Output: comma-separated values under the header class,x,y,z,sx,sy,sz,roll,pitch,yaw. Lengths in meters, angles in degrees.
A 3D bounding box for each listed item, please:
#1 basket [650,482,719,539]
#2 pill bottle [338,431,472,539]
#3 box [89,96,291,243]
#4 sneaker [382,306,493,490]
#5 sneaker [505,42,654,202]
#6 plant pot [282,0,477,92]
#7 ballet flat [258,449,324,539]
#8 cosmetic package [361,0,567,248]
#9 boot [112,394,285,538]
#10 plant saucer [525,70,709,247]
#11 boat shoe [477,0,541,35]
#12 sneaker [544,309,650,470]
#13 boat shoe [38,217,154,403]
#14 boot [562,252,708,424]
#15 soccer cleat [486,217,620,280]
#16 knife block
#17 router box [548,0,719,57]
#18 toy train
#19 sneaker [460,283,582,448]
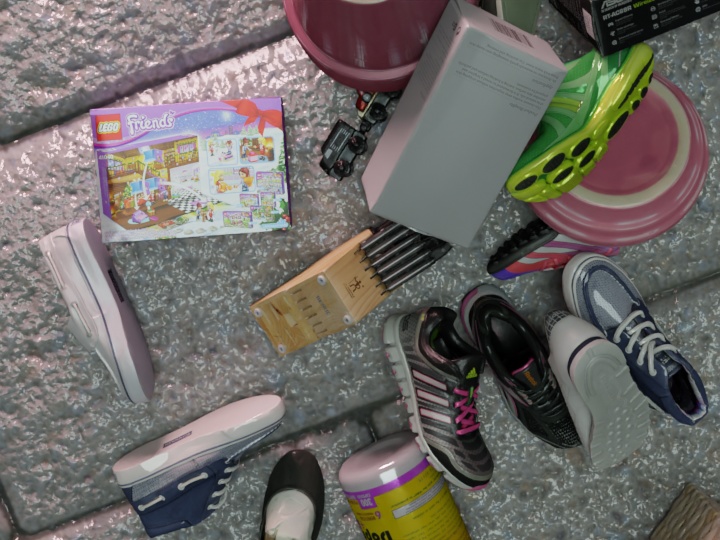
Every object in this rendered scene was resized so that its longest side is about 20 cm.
class,x,y,z,sx,sy,sz,roll,pitch,yaw
basket,0.372,0.362,1.188,0.160,0.198,0.201,34,95,-2
pill bottle,0.060,0.280,1.209,0.103,0.104,0.202,-24,97,1
box,-0.173,-0.105,1.184,0.197,0.039,0.139,-4,98,-2
sneaker,0.095,0.124,1.173,0.087,0.073,0.202,-32,74,37
sneaker,0.202,-0.147,1.109,0.083,0.074,0.200,34,76,33
plant pot,0.013,-0.286,1.079,0.197,0.179,0.203,0,86,6
ballet flat,-0.080,0.295,1.224,0.067,0.068,0.203,12,96,-3
cosmetic package,0.092,-0.134,1.070,0.112,0.081,0.201,21,117,-19
boot,-0.157,0.208,1.216,0.198,0.073,0.091,-23,105,9
plant saucer,0.253,-0.126,1.153,0.198,0.051,0.203,-1,72,4
boat shoe,0.143,-0.247,1.161,0.071,0.060,0.204,8,78,-43
sneaker,0.237,0.121,1.163,0.076,0.081,0.201,-32,131,-12
boat shoe,-0.274,0.049,1.191,0.065,0.074,0.202,-21,88,6
boot,0.285,0.068,1.165,0.073,0.090,0.200,-42,114,-8
soccer cleat,0.228,-0.032,1.197,0.199,0.068,0.074,-30,101,-1
knife block,0.000,0.000,1.202,0.199,0.175,0.064,-26,99,47
router box,0.293,-0.296,1.118,0.198,0.150,0.063,-22,122,0
toy train,0.017,-0.186,1.186,0.046,0.034,0.201,33,95,5
sneaker,0.173,0.111,1.201,0.080,0.086,0.200,-40,97,5
